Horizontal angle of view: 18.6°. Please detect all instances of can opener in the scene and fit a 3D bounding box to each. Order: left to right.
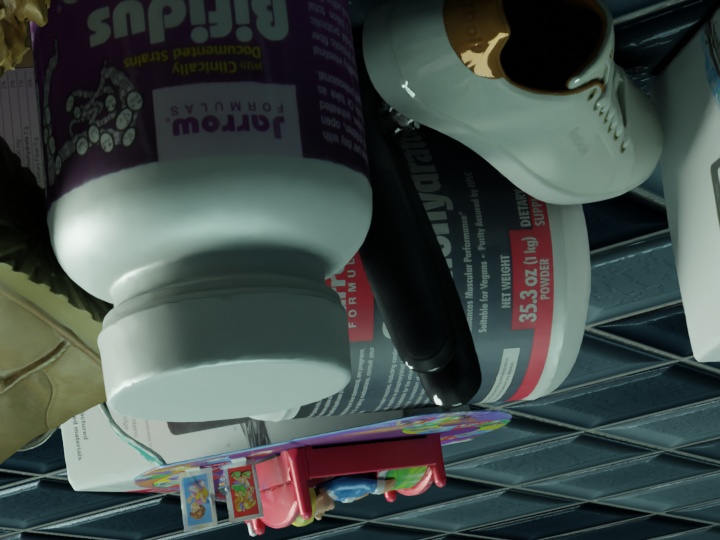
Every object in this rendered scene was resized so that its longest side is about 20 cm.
[{"bbox_3d":[0.010,-0.021,0.938,0.079,0.200,0.063,-35,142,12],"label":"can opener"}]

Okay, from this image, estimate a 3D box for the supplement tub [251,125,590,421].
[{"bbox_3d":[0.000,0.000,1.078,0.199,0.141,0.140,-4,164,-15],"label":"supplement tub"}]

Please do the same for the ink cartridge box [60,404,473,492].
[{"bbox_3d":[-0.051,0.070,1.241,0.199,0.084,0.145,-12,170,15],"label":"ink cartridge box"}]

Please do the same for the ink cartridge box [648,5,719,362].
[{"bbox_3d":[0.237,-0.056,0.982,0.146,0.146,0.200,-3,164,-13],"label":"ink cartridge box"}]

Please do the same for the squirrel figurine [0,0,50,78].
[{"bbox_3d":[-0.148,-0.124,0.650,0.186,0.142,0.200,-19,173,0],"label":"squirrel figurine"}]

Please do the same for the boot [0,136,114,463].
[{"bbox_3d":[-0.188,0.038,0.795,0.200,0.066,0.175,-32,126,18],"label":"boot"}]

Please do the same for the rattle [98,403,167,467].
[{"bbox_3d":[-0.180,0.032,1.097,0.142,0.131,0.200,-18,153,2],"label":"rattle"}]

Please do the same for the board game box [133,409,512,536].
[{"bbox_3d":[-0.016,0.112,1.144,0.199,0.039,0.158,-12,169,10],"label":"board game box"}]

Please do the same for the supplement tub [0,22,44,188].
[{"bbox_3d":[-0.138,-0.035,0.884,0.199,0.145,0.145,-5,164,-10],"label":"supplement tub"}]

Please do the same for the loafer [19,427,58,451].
[{"bbox_3d":[-0.214,0.081,1.382,0.070,0.070,0.200,-12,163,16],"label":"loafer"}]

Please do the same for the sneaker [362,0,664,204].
[{"bbox_3d":[0.093,-0.079,0.970,0.085,0.073,0.200,-16,161,36],"label":"sneaker"}]

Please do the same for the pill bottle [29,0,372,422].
[{"bbox_3d":[-0.055,-0.054,0.757,0.112,0.201,0.112,-7,164,-2],"label":"pill bottle"}]
